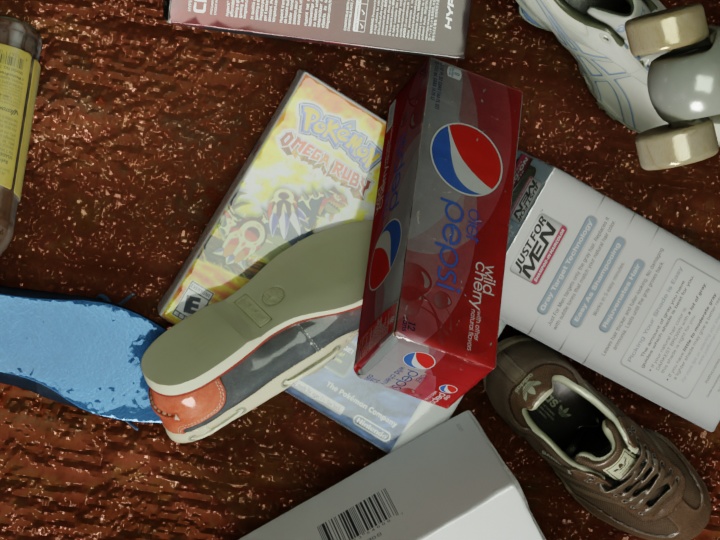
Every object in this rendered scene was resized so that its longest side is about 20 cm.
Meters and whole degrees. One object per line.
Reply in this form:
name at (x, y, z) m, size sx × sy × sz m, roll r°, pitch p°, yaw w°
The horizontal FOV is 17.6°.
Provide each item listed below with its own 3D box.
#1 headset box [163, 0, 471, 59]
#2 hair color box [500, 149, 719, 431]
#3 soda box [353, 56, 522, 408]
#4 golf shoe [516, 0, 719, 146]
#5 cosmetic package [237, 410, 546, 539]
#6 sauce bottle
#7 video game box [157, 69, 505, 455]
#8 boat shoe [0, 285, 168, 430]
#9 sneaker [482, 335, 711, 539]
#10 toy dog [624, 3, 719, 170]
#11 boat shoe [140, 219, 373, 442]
headset box at (-0.038, -0.178, 1.415) m, size 0.198 × 0.149 × 0.076 m, roll 6°, pitch 96°, yaw -7°
hair color box at (0.161, 0.014, 1.474) m, size 0.199 × 0.061 × 0.099 m, roll 28°, pitch 93°, yaw -27°
soda box at (0.048, -0.024, 1.404) m, size 0.070 × 0.063 × 0.201 m, roll 20°, pitch 58°, yaw -18°
golf shoe at (0.168, -0.144, 1.466) m, size 0.200 × 0.097 × 0.078 m, roll 38°, pitch 90°, yaw -10°
cosmetic package at (0.038, 0.234, 1.468) m, size 0.198 × 0.123 × 0.201 m, roll -29°, pitch 112°, yaw -2°
sauce bottle at (-0.238, -0.055, 1.420) m, size 0.064 × 0.065 × 0.202 m, roll 9°, pitch 72°, yaw -7°
video game box at (0.000, 0.000, 1.493) m, size 0.199 × 0.047 × 0.183 m, roll 31°, pitch 91°, yaw -9°
boat shoe at (-0.192, 0.040, 1.470) m, size 0.199 × 0.069 × 0.085 m, roll 21°, pitch 90°, yaw -6°
sneaker at (0.156, 0.123, 1.493) m, size 0.200 × 0.076 × 0.071 m, roll 38°, pitch 97°, yaw -22°
toy dog at (0.245, -0.129, 1.424) m, size 0.200 × 0.096 × 0.133 m, roll -44°, pitch 120°, yaw -36°
boat shoe at (-0.043, 0.037, 1.438) m, size 0.199 × 0.071 × 0.063 m, roll -31°, pitch 134°, yaw -15°
